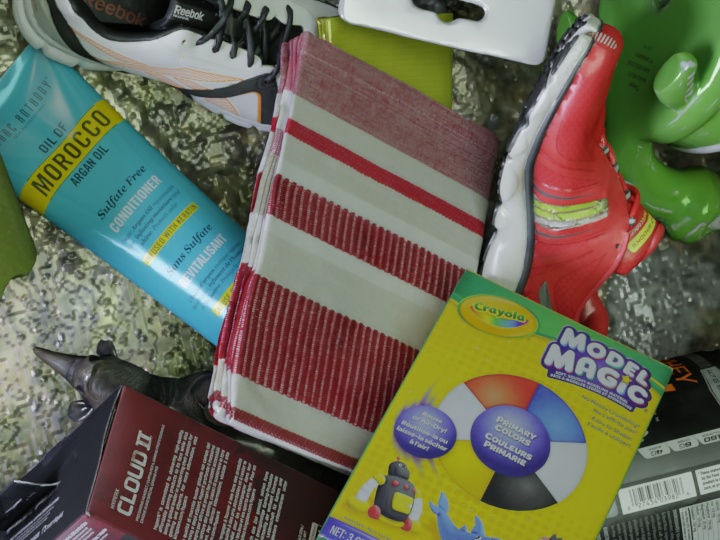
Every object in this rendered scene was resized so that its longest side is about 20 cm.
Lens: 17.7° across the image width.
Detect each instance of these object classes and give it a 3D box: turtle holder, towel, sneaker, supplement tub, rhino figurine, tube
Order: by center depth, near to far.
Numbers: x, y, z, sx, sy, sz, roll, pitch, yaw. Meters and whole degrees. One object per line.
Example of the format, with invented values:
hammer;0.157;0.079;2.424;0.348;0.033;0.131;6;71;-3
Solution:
towel;0.000;0.000;1.136;0.144;0.023;0.201;26;67;-37
rhino figurine;-0.074;0.081;1.165;0.200;0.087;0.060;23;88;-12
sneaker;-0.073;-0.116;1.166;0.199;0.080;0.074;10;86;-19
sneaker;0.115;-0.040;1.173;0.085;0.077;0.200;16;129;9
tube;-0.113;-0.029;1.174;0.200;0.050;0.077;39;76;5
towel;0.013;-0.032;1.194;0.086;0.018;0.201;-7;100;-38
turtle holder;0.192;-0.114;1.196;0.131;0.141;0.186;11;77;-28
supplement tub;0.156;0.109;1.196;0.199;0.123;0.123;-13;93;-12

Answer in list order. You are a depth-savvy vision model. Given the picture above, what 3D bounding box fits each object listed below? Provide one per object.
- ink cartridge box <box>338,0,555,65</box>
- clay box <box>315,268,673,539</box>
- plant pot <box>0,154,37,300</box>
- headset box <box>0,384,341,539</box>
ink cartridge box;0.050;-0.207;1.193;0.115;0.067;0.201;12;83;-12
clay box;0.068;0.084;1.093;0.115;0.048;0.200;25;54;6
plant pot;-0.249;-0.057;1.094;0.200;0.200;0.190;-31;109;-10
headset box;-0.087;0.146;1.112;0.200;0.149;0.077;28;50;-20
